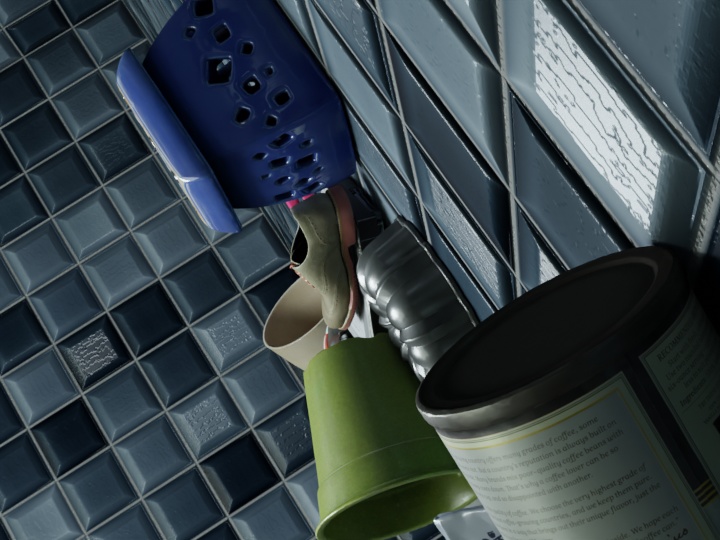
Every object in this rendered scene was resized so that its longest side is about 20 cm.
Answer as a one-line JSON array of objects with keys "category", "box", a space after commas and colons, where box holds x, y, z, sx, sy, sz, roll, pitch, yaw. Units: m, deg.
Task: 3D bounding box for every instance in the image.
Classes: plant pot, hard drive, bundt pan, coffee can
[{"category": "plant pot", "box": [-0.134, -0.167, 1.505, 0.200, 0.180, 0.200, 56, 176, 18]}, {"category": "plant pot", "box": [-0.027, 0.116, 2.378, 0.200, 0.187, 0.187, 44, -179, -25]}, {"category": "plant pot", "box": [0.019, 0.178, 1.589, 0.200, 0.200, 0.190, 68, -179, -65]}, {"category": "hard drive", "box": [0.000, 0.000, 1.704, 0.140, 0.038, 0.200, -129, 27, -58]}, {"category": "bundt pan", "box": [0.062, 0.046, 1.509, 0.202, 0.076, 0.202, 56, 174, 8]}, {"category": "coffee can", "box": [0.140, 0.110, 0.718, 0.200, 0.146, 0.146, 58, 175, -11]}]

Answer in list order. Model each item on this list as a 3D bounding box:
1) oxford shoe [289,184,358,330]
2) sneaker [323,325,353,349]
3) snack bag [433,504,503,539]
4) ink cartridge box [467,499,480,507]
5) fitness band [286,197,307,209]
[{"category": "oxford shoe", "box": [-0.047, -0.009, 1.641, 0.070, 0.075, 0.200, -122, 22, -49]}, {"category": "sneaker", "box": [-0.001, 0.109, 1.786, 0.082, 0.077, 0.200, 97, 169, -47]}, {"category": "snack bag", "box": [0.178, 0.260, 1.219, 0.189, 0.200, 0.021, 60, -146, -22]}, {"category": "ink cartridge box", "box": [0.112, 0.201, 1.819, 0.200, 0.083, 0.147, 59, -174, -11]}, {"category": "fitness band", "box": [-0.115, -0.144, 2.291, 0.144, 0.037, 0.200, 58, 174, -2]}]
